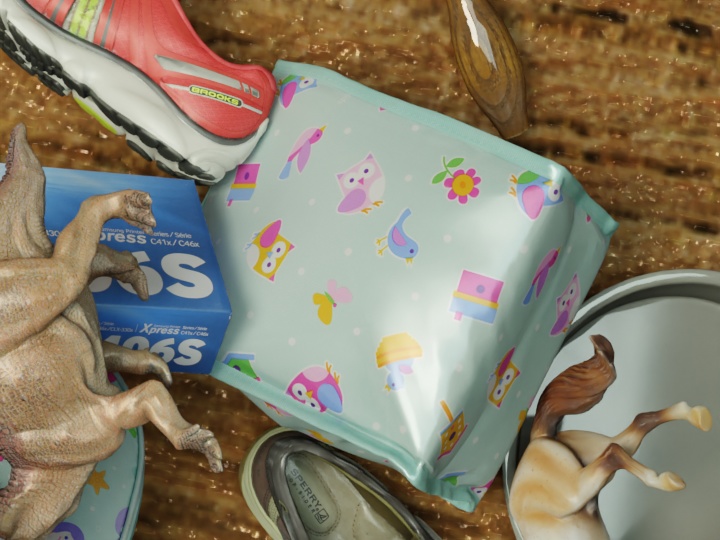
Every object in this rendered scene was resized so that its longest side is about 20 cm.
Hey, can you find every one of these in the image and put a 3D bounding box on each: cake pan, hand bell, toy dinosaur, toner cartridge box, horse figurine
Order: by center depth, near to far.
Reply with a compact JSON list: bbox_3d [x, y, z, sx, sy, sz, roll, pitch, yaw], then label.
[{"bbox_3d":[-0.142,0.039,0.764,0.134,0.086,0.202,-15,89,-17],"label":"toy dinosaur"},{"bbox_3d":[-0.165,-0.004,0.848,0.198,0.095,0.043,4,131,-25],"label":"toner cartridge box"},{"bbox_3d":[0.114,0.134,0.912,0.050,0.132,0.202,-1,84,-44],"label":"horse figurine"},{"bbox_3d":[0.047,-0.164,0.962,0.103,0.104,0.202,-25,105,-7],"label":"hand bell"},{"bbox_3d":[0.169,0.100,0.984,0.198,0.037,0.203,0,89,-7],"label":"cake pan"}]

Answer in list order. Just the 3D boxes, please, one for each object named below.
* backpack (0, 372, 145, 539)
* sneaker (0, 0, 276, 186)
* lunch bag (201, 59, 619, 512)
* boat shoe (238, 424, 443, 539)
[{"bbox_3d":[-0.201,0.097,0.877,0.198,0.151,0.179,22,53,-13],"label":"backpack"},{"bbox_3d":[-0.127,-0.126,0.930,0.199,0.077,0.085,39,77,2],"label":"sneaker"},{"bbox_3d":[0.000,0.000,0.922,0.199,0.122,0.172,25,87,28],"label":"lunch bag"},{"bbox_3d":[0.015,0.162,0.950,0.200,0.065,0.073,44,83,-6],"label":"boat shoe"}]
